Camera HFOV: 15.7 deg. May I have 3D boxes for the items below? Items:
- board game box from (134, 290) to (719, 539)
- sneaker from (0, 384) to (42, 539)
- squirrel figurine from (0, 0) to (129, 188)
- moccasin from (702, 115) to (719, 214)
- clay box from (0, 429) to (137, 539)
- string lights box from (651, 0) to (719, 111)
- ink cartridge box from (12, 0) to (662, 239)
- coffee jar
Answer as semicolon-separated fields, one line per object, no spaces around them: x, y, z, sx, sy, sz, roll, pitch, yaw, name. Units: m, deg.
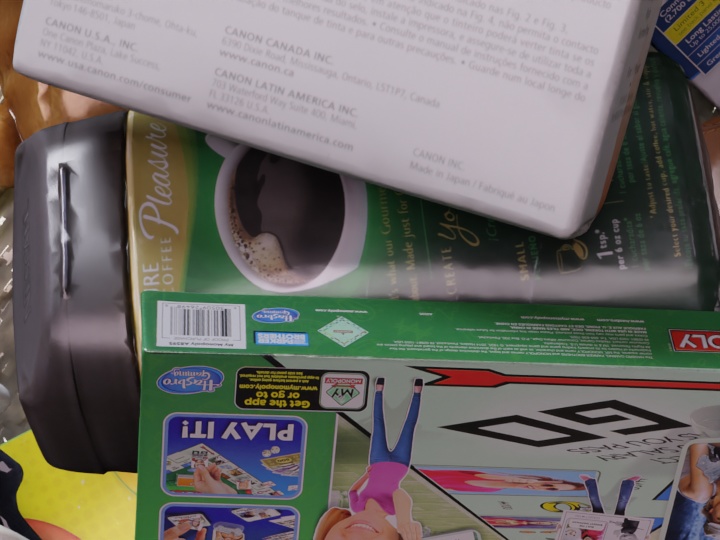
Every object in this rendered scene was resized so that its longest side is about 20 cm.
0.038;0.069;0.714;0.200;0.135;0.029;2;36;-5;board game box
-0.148;0.115;0.779;0.129;0.079;0.199;-1;70;18;sneaker
-0.098;-0.119;0.801;0.141;0.200;0.187;-14;66;-1;squirrel figurine
0.110;0.048;0.796;0.074;0.078;0.201;34;76;-29;moccasin
-0.097;0.112;0.838;0.200;0.048;0.115;-28;77;4;clay box
0.085;-0.139;0.769;0.103;0.200;0.059;-44;47;11;string lights box
0.009;-0.125;0.675;0.162;0.050;0.200;17;100;10;ink cartridge box
0.000;0.000;0.746;0.200;0.085;0.104;-5;60;1;coffee jar
